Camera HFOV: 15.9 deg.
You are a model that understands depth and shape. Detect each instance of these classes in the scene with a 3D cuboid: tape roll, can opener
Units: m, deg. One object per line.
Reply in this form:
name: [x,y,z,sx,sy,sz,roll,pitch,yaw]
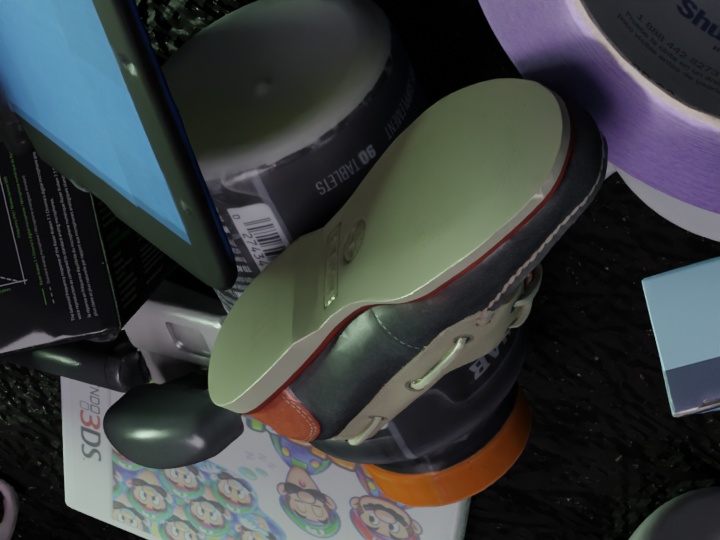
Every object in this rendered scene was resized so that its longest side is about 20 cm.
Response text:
tape roll: [0.129,-0.114,0.766,0.199,0.066,0.201,15,128,20]
can opener: [-0.116,0.035,1.070,0.199,0.067,0.054,11,134,43]

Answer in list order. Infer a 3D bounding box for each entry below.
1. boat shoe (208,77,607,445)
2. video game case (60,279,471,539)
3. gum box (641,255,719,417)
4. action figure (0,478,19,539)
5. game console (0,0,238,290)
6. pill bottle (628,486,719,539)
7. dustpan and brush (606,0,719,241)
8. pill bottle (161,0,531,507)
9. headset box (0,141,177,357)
boat shoe: [0.023,0.003,0.851,0.062,0.072,0.200,24,141,-23]
video game case: [-0.045,0.086,1.172,0.199,0.024,0.183,21,142,12]
gum box: [0.201,-0.001,0.775,0.169,0.200,0.045,-16,84,28]
action figure: [-0.296,0.116,1.274,0.148,0.134,0.200,-19,126,43]
game console: [-0.145,-0.071,0.724,0.170,0.119,0.201,-17,136,2]
pill bottle: [0.129,0.186,1.107,0.113,0.114,0.200,29,143,-1]
dustpan and brush: [0.113,-0.051,0.905,0.200,0.057,0.140,-30,104,41]
pill bottle: [0.000,0.000,0.980,0.106,0.107,0.201,-1,135,32]
headset box: [-0.178,-0.015,0.934,0.199,0.174,0.093,-12,97,6]
